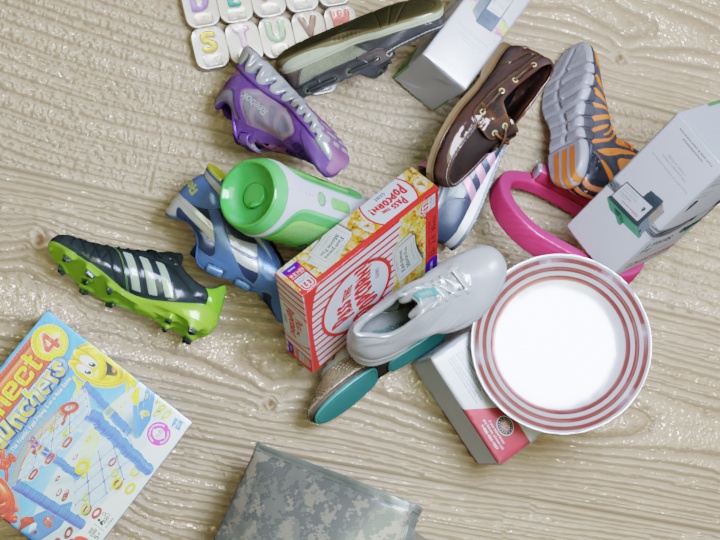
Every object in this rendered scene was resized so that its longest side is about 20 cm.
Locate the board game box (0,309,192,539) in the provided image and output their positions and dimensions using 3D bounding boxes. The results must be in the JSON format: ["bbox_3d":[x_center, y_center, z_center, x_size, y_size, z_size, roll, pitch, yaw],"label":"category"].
[{"bbox_3d":[-0.315,0.179,1.412,0.196,0.056,0.200,39,75,-8],"label":"board game box"}]

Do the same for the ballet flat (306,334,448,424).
[{"bbox_3d":[0.009,0.097,1.516,0.200,0.071,0.065,-33,65,-19],"label":"ballet flat"}]

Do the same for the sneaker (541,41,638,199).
[{"bbox_3d":[0.282,-0.171,1.616,0.112,0.078,0.200,20,65,-33],"label":"sneaker"}]

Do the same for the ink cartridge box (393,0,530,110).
[{"bbox_3d":[0.133,-0.292,1.559,0.067,0.117,0.200,39,75,-9],"label":"ink cartridge box"}]

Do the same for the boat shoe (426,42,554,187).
[{"bbox_3d":[0.147,-0.173,1.509,0.070,0.070,0.200,25,72,24],"label":"boat shoe"}]

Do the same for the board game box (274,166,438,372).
[{"bbox_3d":[0.000,0.000,1.461,0.200,0.152,0.046,-39,61,-22],"label":"board game box"}]

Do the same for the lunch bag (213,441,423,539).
[{"bbox_3d":[-0.042,0.292,1.401,0.200,0.118,0.164,17,76,30],"label":"lunch bag"}]

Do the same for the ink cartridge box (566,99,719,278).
[{"bbox_3d":[0.347,-0.093,1.497,0.146,0.200,0.084,-20,67,-46],"label":"ink cartridge box"}]

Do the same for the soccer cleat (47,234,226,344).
[{"bbox_3d":[-0.241,0.005,1.456,0.200,0.068,0.081,29,59,-11],"label":"soccer cleat"}]

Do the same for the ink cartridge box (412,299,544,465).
[{"bbox_3d":[0.185,0.108,1.543,0.200,0.084,0.144,-34,92,-16],"label":"ink cartridge box"}]

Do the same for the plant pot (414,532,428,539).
[{"bbox_3d":[0.074,0.396,1.431,0.200,0.177,0.200,33,76,-10],"label":"plant pot"}]

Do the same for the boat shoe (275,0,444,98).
[{"bbox_3d":[0.006,-0.248,1.511,0.201,0.072,0.066,-17,116,14],"label":"boat shoe"}]

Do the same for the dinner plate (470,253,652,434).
[{"bbox_3d":[0.221,0.081,1.483,0.200,0.024,0.201,0,80,2],"label":"dinner plate"}]

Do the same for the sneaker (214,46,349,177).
[{"bbox_3d":[-0.092,-0.156,1.469,0.088,0.080,0.200,-44,58,2],"label":"sneaker"}]

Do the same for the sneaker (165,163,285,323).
[{"bbox_3d":[-0.137,-0.017,1.478,0.082,0.074,0.200,-34,100,0],"label":"sneaker"}]

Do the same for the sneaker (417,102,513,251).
[{"bbox_3d":[0.115,-0.129,1.560,0.082,0.070,0.200,25,76,-13],"label":"sneaker"}]

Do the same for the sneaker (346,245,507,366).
[{"bbox_3d":[0.075,0.033,1.442,0.200,0.089,0.075,-33,72,-9],"label":"sneaker"}]

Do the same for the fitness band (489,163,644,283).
[{"bbox_3d":[0.242,-0.053,1.560,0.200,0.037,0.144,26,37,-12],"label":"fitness band"}]

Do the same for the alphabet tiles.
[{"bbox_3d":[-0.103,-0.292,1.548,0.200,0.015,0.196,-12,87,-16],"label":"alphabet tiles"}]

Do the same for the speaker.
[{"bbox_3d":[-0.063,-0.063,1.441,0.200,0.088,0.089,15,76,-57],"label":"speaker"}]
